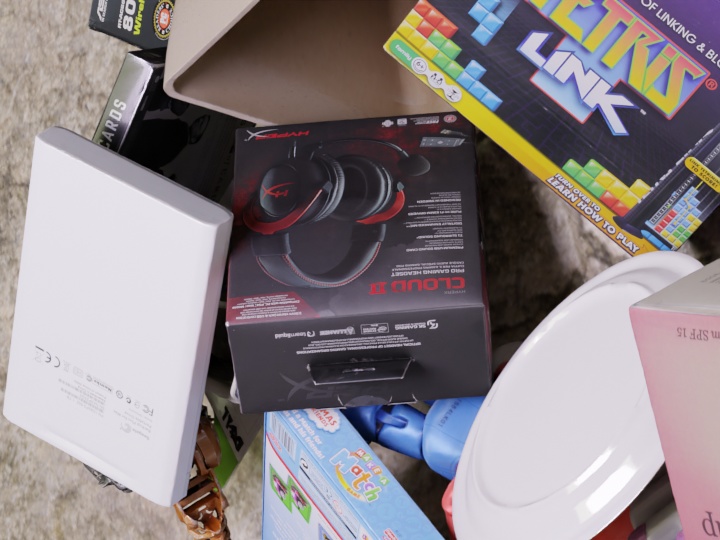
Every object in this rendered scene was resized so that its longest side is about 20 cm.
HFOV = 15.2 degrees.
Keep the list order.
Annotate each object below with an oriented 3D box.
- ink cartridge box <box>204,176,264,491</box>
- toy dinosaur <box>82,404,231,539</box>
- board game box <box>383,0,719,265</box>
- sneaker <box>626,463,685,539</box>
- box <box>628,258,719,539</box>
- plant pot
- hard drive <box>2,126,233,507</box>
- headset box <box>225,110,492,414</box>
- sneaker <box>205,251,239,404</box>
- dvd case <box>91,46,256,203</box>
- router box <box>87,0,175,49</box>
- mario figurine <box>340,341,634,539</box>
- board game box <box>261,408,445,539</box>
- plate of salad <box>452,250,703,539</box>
[{"bbox_3d":[-0.052,0.032,1.760,0.200,0.076,0.148,-57,47,36],"label":"ink cartridge box"},{"bbox_3d":[-0.131,0.108,1.695,0.136,0.102,0.201,-160,63,-68],"label":"toy dinosaur"},{"bbox_3d":[0.138,-0.121,1.460,0.200,0.057,0.165,39,128,0],"label":"board game box"},{"bbox_3d":[0.190,0.107,1.449,0.080,0.088,0.200,-43,33,41],"label":"sneaker"},{"bbox_3d":[0.229,0.094,1.316,0.128,0.109,0.200,3,112,53],"label":"box"},{"bbox_3d":[0.009,-0.203,1.621,0.200,0.200,0.177,-39,47,43],"label":"plant pot"},{"bbox_3d":[-0.147,0.029,1.598,0.132,0.026,0.200,27,124,23],"label":"hard drive"},{"bbox_3d":[0.000,0.000,1.573,0.200,0.148,0.075,-89,-6,-49],"label":"headset box"},{"bbox_3d":[-0.088,0.029,1.669,0.200,0.090,0.067,36,118,47],"label":"sneaker"},{"bbox_3d":[-0.121,-0.073,1.703,0.025,0.200,0.151,28,107,16],"label":"dvd case"},{"bbox_3d":[-0.110,-0.244,1.865,0.150,0.062,0.201,25,106,51],"label":"router box"},{"bbox_3d":[0.078,0.114,1.575,0.200,0.106,0.124,29,110,34],"label":"mario figurine"},{"bbox_3d":[-0.005,0.173,1.619,0.151,0.037,0.200,50,155,26],"label":"board game box"},{"bbox_3d":[0.125,0.079,1.441,0.200,0.048,0.200,-41,26,25],"label":"plate of salad"}]
